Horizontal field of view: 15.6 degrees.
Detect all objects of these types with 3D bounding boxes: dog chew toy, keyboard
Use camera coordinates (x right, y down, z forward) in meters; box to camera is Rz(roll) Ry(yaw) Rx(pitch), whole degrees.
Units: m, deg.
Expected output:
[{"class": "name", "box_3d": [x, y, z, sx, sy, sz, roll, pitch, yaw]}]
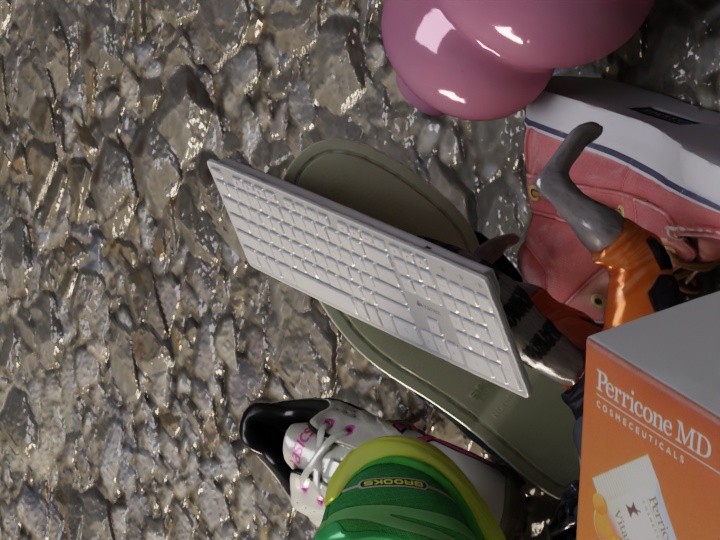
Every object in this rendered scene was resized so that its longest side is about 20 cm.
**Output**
[{"class": "dog chew toy", "box_3d": [0.080, -0.142, 1.075, 0.200, 0.124, 0.125, -50, 54, 31]}, {"class": "keyboard", "box_3d": [0.000, 0.000, 1.051, 0.200, 0.011, 0.057, 25, 137, 52]}]

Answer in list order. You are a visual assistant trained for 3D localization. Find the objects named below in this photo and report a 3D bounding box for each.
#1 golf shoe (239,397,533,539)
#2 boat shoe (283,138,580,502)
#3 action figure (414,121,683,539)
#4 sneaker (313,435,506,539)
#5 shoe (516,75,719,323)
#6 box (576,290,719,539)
[{"class": "golf shoe", "box_3d": [0.007, 0.104, 1.204, 0.200, 0.092, 0.073, 17, 86, 66]}, {"class": "boat shoe", "box_3d": [0.039, 0.020, 1.152, 0.075, 0.199, 0.066, -51, 10, -2]}, {"class": "action figure", "box_3d": [0.093, 0.066, 1.042, 0.194, 0.104, 0.200, 62, 142, 14]}, {"class": "sneaker", "box_3d": [0.052, 0.161, 1.084, 0.200, 0.084, 0.074, 45, 133, -3]}, {"class": "shoe", "box_3d": [0.132, -0.016, 1.082, 0.200, 0.071, 0.092, 28, 116, 55]}, {"class": "box", "box_3d": [0.139, 0.119, 0.811, 0.124, 0.097, 0.201, 32, 129, 48]}]
